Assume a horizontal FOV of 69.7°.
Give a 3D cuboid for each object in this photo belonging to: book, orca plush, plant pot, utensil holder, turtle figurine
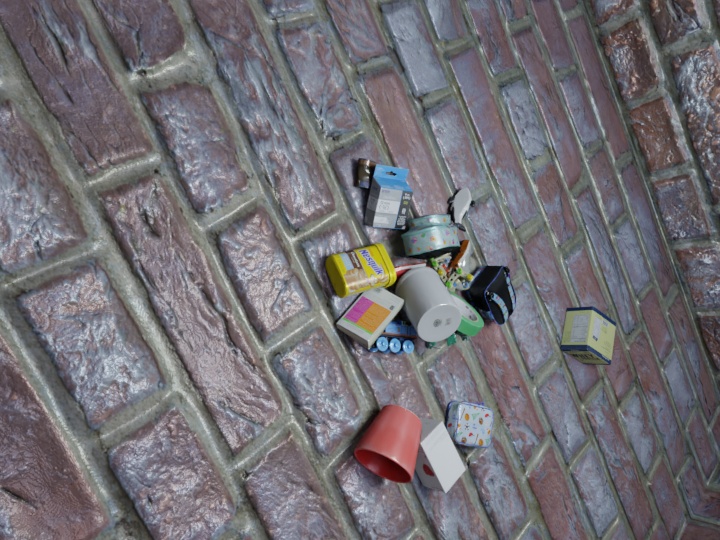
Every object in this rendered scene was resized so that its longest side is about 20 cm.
[{"bbox_3d":[0.032,0.140,1.680,0.200,0.133,0.048,-46,151,-29],"label":"book"},{"bbox_3d":[0.395,-0.224,2.006,0.071,0.103,0.202,71,16,-52],"label":"orca plush"},{"bbox_3d":[0.101,0.541,1.640,0.200,0.199,0.178,45,51,-21],"label":"plant pot"},{"bbox_3d":[0.224,0.113,1.722,0.167,0.201,0.172,-9,127,-12],"label":"utensil holder"},{"bbox_3d":[0.300,0.228,1.845,0.200,0.148,0.102,1,70,-74],"label":"turtle figurine"}]

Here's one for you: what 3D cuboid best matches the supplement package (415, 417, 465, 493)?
[{"bbox_3d":[0.244,0.624,1.756,0.119,0.121,0.202,-34,102,-33],"label":"supplement package"}]

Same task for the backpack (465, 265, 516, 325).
[{"bbox_3d":[0.515,0.101,2.008,0.183,0.134,0.201,-47,122,-28],"label":"backpack"}]

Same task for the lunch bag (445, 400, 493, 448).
[{"bbox_3d":[0.404,0.563,1.905,0.198,0.075,0.163,20,70,-30],"label":"lunch bag"}]

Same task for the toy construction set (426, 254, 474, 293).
[{"bbox_3d":[0.314,0.001,1.876,0.130,0.201,0.092,-35,134,8],"label":"toy construction set"}]

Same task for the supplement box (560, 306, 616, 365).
[{"bbox_3d":[1.030,0.296,2.335,0.199,0.134,0.202,29,68,-28],"label":"supplement box"}]

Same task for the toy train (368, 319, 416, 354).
[{"bbox_3d":[0.101,0.219,1.736,0.198,0.086,0.116,11,74,-29],"label":"toy train"}]

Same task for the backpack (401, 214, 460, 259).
[{"bbox_3d":[0.238,-0.115,1.796,0.199,0.174,0.156,-23,101,-57],"label":"backpack"}]

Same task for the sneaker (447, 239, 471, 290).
[{"bbox_3d":[0.387,-0.018,1.981,0.092,0.075,0.202,32,74,-35],"label":"sneaker"}]

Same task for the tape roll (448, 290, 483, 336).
[{"bbox_3d":[0.350,0.150,1.859,0.199,0.201,0.048,24,114,-30],"label":"tape roll"}]

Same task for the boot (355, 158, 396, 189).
[{"bbox_3d":[0.065,-0.316,1.806,0.198,0.074,0.098,13,92,-30],"label":"boot"}]

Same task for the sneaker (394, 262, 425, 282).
[{"bbox_3d":[0.164,0.040,1.809,0.198,0.078,0.117,-10,88,-34],"label":"sneaker"}]

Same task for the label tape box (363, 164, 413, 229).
[{"bbox_3d":[0.103,-0.248,1.767,0.142,0.066,0.203,1,111,-34],"label":"label tape box"}]

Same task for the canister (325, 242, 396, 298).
[{"bbox_3d":[0.000,0.000,1.680,0.198,0.087,0.150,-14,71,-33],"label":"canister"}]
